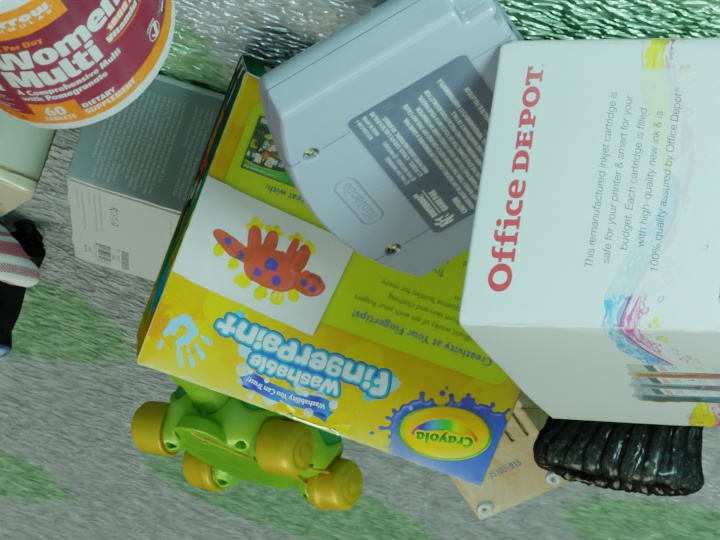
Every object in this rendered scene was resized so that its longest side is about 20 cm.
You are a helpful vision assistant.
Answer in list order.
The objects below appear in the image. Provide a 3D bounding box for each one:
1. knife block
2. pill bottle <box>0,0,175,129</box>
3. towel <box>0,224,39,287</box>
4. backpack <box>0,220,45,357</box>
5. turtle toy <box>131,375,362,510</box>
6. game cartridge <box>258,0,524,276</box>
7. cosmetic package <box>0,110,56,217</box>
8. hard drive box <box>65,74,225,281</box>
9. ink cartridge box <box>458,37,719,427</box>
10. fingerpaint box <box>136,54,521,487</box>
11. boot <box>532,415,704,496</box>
[{"bbox_3d":[0.072,0.052,1.814,0.064,0.176,0.200,-25,124,15],"label":"knife block"},{"bbox_3d":[-0.164,-0.152,1.400,0.109,0.110,0.200,12,163,18],"label":"pill bottle"},{"bbox_3d":[-0.295,-0.048,1.803,0.146,0.030,0.200,10,-157,-45],"label":"towel"},{"bbox_3d":[-0.344,0.020,2.051,0.199,0.148,0.183,20,164,-22],"label":"backpack"},{"bbox_3d":[-0.081,0.092,2.113,0.145,0.102,0.200,7,160,31],"label":"turtle toy"},{"bbox_3d":[0.030,-0.068,1.471,0.133,0.042,0.200,-26,151,9],"label":"game cartridge"},{"bbox_3d":[-0.280,-0.103,1.743,0.199,0.074,0.103,22,164,-17],"label":"cosmetic package"},{"bbox_3d":[-0.063,-0.034,1.733,0.199,0.077,0.156,18,164,1],"label":"hard drive box"},{"bbox_3d":[0.166,-0.015,1.403,0.199,0.146,0.145,2,159,23],"label":"ink cartridge box"},{"bbox_3d":[0.000,0.000,1.606,0.199,0.168,0.073,19,-170,-8],"label":"fingerpaint box"},{"bbox_3d":[0.176,0.037,1.573,0.079,0.159,0.211,23,163,-19],"label":"boot"}]
